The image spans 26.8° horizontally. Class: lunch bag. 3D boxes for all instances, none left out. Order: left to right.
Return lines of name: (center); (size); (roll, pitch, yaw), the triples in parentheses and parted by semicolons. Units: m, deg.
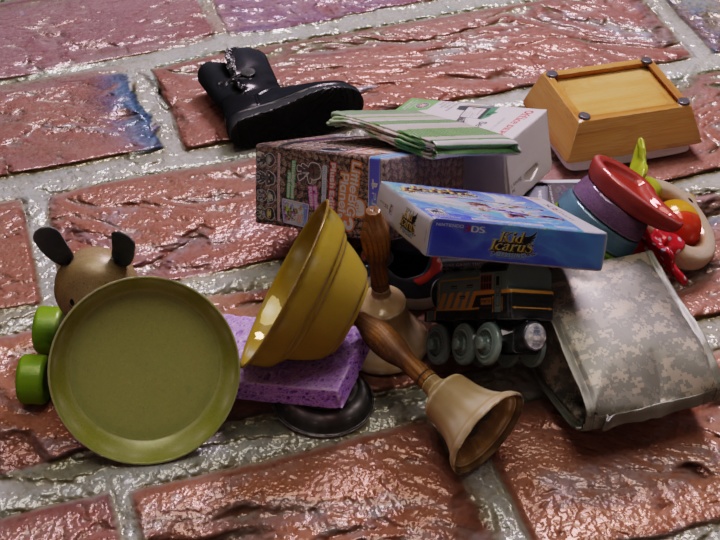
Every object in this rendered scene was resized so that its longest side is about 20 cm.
lunch bag: (0.279, 0.090, 1.647); (0.163, 0.118, 0.200); (-10, 45, -14)

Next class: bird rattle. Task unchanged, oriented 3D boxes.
bird rattle: (0.372, -0.059, 1.840); (0.162, 0.113, 0.201); (12, 38, -31)

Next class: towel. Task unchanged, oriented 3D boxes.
towel: (0.075, -0.163, 1.801); (0.152, 0.024, 0.200); (-7, 19, -40)

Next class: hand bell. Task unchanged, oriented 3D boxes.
hand bell: (0.021, 0.009, 1.672); (0.103, 0.201, 0.104); (-3, 42, 2)
hand bell: (0.064, 0.110, 1.598); (0.104, 0.104, 0.200); (-31, 59, -33)

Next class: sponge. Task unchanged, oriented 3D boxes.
sponge: (-0.097, 0.098, 1.664); (0.199, 0.030, 0.112); (4, 38, 20)

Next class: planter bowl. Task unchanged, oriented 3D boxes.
planter bowl: (-0.047, 0.032, 1.609); (0.083, 0.201, 0.201); (28, 39, -9)

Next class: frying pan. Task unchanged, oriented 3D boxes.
frying pan: (-0.069, 0.119, 1.681); (0.190, 0.031, 0.115); (32, 47, 28)

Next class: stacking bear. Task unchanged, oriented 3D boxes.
stacking bear: (0.253, -0.023, 1.743); (0.113, 0.200, 0.122); (25, 22, -31)

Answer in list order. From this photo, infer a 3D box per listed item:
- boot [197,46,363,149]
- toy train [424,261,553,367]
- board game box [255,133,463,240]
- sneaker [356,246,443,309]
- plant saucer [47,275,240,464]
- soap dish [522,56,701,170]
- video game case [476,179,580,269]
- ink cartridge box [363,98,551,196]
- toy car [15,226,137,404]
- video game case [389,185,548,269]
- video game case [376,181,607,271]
boot: (-0.113, -0.255, 2.094); (0.199, 0.077, 0.168); (-16, 46, -11)
toy train: (0.138, 0.048, 1.652); (0.085, 0.115, 0.200); (5, -5, -27)
board game box: (-0.002, -0.103, 1.816); (0.199, 0.097, 0.159); (10, 15, 38)
sneaker: (0.000, 0.000, 1.780); (0.199, 0.085, 0.075); (-5, 40, -8)
plant saucer: (-0.226, 0.103, 1.587); (0.199, 0.201, 0.031); (-6, 10, -8)
soap dish: (0.342, -0.216, 2.055); (0.199, 0.082, 0.158); (-9, 40, -14)
video game case: (0.229, -0.048, 1.894); (0.181, 0.023, 0.200); (-1, 39, -2)
ink cartridge box: (0.126, -0.153, 1.926); (0.199, 0.085, 0.146); (7, 27, 28)
toy car: (-0.287, 0.039, 1.634); (0.163, 0.201, 0.158); (2, 39, 2)
video game case: (0.133, -0.052, 1.868); (0.199, 0.019, 0.143); (-2, 39, 7)
video game case: (0.136, -0.049, 1.624); (0.199, 0.046, 0.181); (5, 12, -18)
